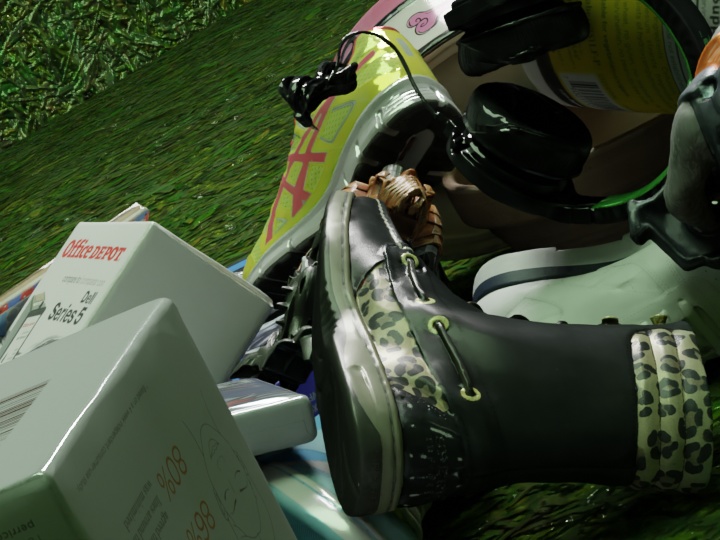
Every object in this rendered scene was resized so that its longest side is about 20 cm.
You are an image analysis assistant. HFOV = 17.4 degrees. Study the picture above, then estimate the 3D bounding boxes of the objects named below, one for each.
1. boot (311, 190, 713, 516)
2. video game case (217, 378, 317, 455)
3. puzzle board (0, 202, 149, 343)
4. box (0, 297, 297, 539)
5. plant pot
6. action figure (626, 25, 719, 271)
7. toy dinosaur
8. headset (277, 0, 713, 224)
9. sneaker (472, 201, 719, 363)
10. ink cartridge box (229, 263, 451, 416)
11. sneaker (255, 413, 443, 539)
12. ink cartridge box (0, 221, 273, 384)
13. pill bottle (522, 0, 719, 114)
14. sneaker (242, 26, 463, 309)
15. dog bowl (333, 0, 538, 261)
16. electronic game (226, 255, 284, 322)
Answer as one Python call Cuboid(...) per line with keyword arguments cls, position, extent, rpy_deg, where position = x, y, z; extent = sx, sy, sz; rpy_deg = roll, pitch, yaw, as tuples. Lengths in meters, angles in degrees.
Cuboid(cls="boot", position=(0.058, 0.034, 1.003), extent=(0.153, 0.074, 0.204), rpy_deg=(0, 31, -6))
Cuboid(cls="video game case", position=(-0.129, 0.082, 1.044), extent=(0.200, 0.023, 0.182), rpy_deg=(-13, 2, -10))
Cuboid(cls="puzzle board", position=(-0.182, 0.069, 1.376), extent=(0.151, 0.017, 0.200), rpy_deg=(-38, -28, -36))
Cuboid(cls="box", position=(-0.078, 0.136, 0.752), extent=(0.106, 0.200, 0.152), rpy_deg=(-22, 13, 16))
Cuboid(cls="plant pot", position=(0.153, -0.054, 1.277), extent=(0.201, 0.093, 0.201), rpy_deg=(-27, 12, 6))
Cuboid(cls="action figure", position=(0.207, -0.049, 0.975), extent=(0.200, 0.105, 0.194), rpy_deg=(-27, 50, 6))
Cuboid(cls="toy dinosaur", position=(0.000, 0.000, 1.175), extent=(0.102, 0.200, 0.136), rpy_deg=(10, 69, 15))
Cuboid(cls="headset", position=(0.066, -0.084, 1.095), extent=(0.200, 0.124, 0.094), rpy_deg=(6, 17, 27))
Cuboid(cls="sneaker", position=(0.130, 0.028, 1.088), extent=(0.200, 0.076, 0.081), rpy_deg=(-18, 34, 38))
Cuboid(cls="ink cartridge box", position=(-0.037, 0.065, 1.313), extent=(0.198, 0.043, 0.200), rpy_deg=(-26, 14, 5))
Cuboid(cls="sneaker", position=(0.013, 0.088, 1.038), extent=(0.130, 0.080, 0.200), rpy_deg=(-32, 14, -15))
Cuboid(cls="ink cartridge box", position=(-0.149, 0.076, 1.231), extent=(0.200, 0.084, 0.145), rpy_deg=(-59, 20, -11))
Cuboid(cls="pill bottle", position=(0.181, -0.127, 1.123), extent=(0.200, 0.111, 0.111), rpy_deg=(8, 33, 38))
Cuboid(cls="sneaker", position=(-0.010, -0.054, 1.300), extent=(0.078, 0.090, 0.200), rpy_deg=(5, -41, -35))
Cuboid(cls="dog bowl", position=(0.067, -0.101, 1.398), extent=(0.200, 0.200, 0.074), rpy_deg=(-28, 51, -4))
Cuboid(cls="electronic game", position=(-0.081, 0.022, 1.577), extent=(0.200, 0.042, 0.200), rpy_deg=(-26, 13, 6))
